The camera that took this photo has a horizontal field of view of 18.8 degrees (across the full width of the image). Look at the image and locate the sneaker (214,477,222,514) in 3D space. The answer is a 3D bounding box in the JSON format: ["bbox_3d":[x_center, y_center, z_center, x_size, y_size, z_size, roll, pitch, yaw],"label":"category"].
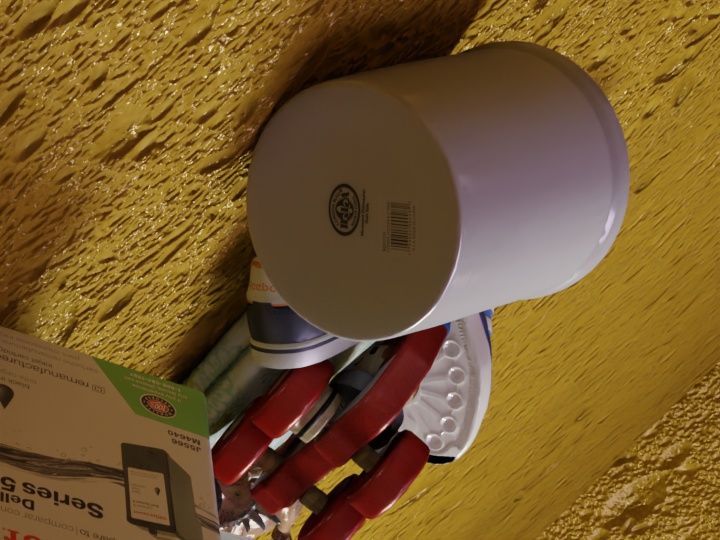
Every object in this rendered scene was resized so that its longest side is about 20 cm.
[{"bbox_3d":[-0.192,0.186,1.519,0.199,0.074,0.080,-20,168,-7],"label":"sneaker"}]

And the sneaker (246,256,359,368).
[{"bbox_3d":[0.000,0.000,1.482,0.200,0.078,0.080,-25,114,-49],"label":"sneaker"}]

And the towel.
[{"bbox_3d":[-0.068,0.073,1.608,0.200,0.048,0.171,-48,161,15],"label":"towel"}]

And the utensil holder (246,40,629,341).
[{"bbox_3d":[0.048,-0.051,1.357,0.200,0.170,0.170,-16,148,-54],"label":"utensil holder"}]

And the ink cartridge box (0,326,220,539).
[{"bbox_3d":[-0.156,0.135,1.177,0.145,0.200,0.084,20,120,-22],"label":"ink cartridge box"}]

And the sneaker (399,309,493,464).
[{"bbox_3d":[0.080,0.032,1.662,0.146,0.080,0.201,-38,128,-62],"label":"sneaker"}]

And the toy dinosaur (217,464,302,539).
[{"bbox_3d":[-0.085,0.187,1.796,0.200,0.086,0.136,-32,155,-52],"label":"toy dinosaur"}]

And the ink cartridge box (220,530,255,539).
[{"bbox_3d":[-0.150,0.295,1.633,0.083,0.145,0.201,-19,113,-55],"label":"ink cartridge box"}]

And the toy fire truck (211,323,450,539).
[{"bbox_3d":[-0.006,0.095,1.531,0.168,0.112,0.200,-54,-174,-38],"label":"toy fire truck"}]
